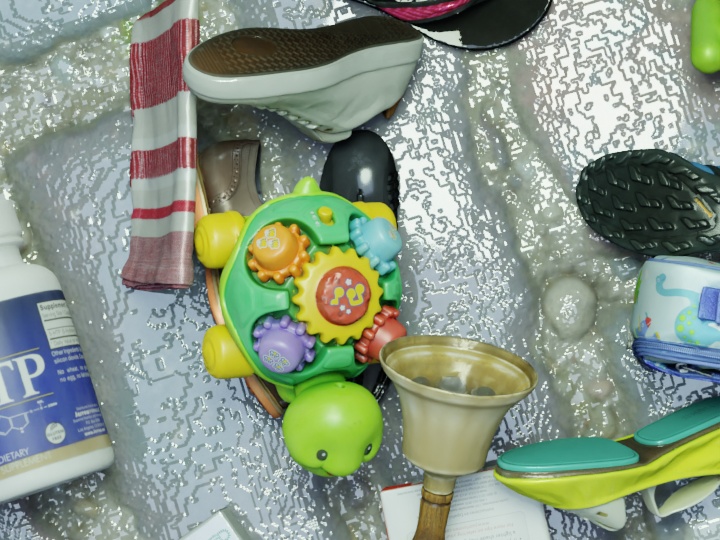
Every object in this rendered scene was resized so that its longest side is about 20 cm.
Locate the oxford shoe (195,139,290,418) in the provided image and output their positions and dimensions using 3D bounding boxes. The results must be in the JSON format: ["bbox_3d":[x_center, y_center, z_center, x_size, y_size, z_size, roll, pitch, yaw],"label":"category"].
[{"bbox_3d":[-0.073,0.003,1.425,0.073,0.071,0.200,-18,86,0],"label":"oxford shoe"}]

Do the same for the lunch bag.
[{"bbox_3d":[0.278,0.039,1.345,0.200,0.161,0.083,8,88,5],"label":"lunch bag"}]

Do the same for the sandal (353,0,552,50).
[{"bbox_3d":[0.036,-0.207,1.433,0.200,0.045,0.075,16,88,6],"label":"sandal"}]

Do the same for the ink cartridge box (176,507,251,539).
[{"bbox_3d":[-0.078,0.276,1.430,0.099,0.039,0.200,-35,84,3],"label":"ink cartridge box"}]

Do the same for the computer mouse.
[{"bbox_3d":[0.000,0.000,1.435,0.058,0.034,0.200,-2,88,4],"label":"computer mouse"}]

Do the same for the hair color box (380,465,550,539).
[{"bbox_3d":[0.087,0.239,1.404,0.111,0.064,0.200,-11,86,3],"label":"hair color box"}]

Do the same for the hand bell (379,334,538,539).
[{"bbox_3d":[0.048,0.153,1.336,0.104,0.104,0.200,11,108,6],"label":"hand bell"}]

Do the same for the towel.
[{"bbox_3d":[-0.138,-0.086,1.399,0.023,0.144,0.200,2,88,-19],"label":"towel"}]

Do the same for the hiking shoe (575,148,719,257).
[{"bbox_3d":[0.247,-0.039,1.396,0.200,0.087,0.075,8,89,29],"label":"hiking shoe"}]

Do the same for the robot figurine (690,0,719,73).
[{"bbox_3d":[0.306,-0.180,1.368,0.175,0.116,0.200,-11,94,16],"label":"robot figurine"}]

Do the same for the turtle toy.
[{"bbox_3d":[-0.027,0.037,1.356,0.145,0.101,0.200,-6,95,-24],"label":"turtle toy"}]

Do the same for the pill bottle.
[{"bbox_3d":[-0.256,0.059,1.414,0.119,0.120,0.200,-19,86,4],"label":"pill bottle"}]

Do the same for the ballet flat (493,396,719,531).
[{"bbox_3d":[0.184,0.139,1.373,0.200,0.067,0.067,-13,106,-23],"label":"ballet flat"}]

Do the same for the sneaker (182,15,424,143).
[{"bbox_3d":[-0.039,-0.118,1.374,0.073,0.200,0.085,38,125,37],"label":"sneaker"}]
